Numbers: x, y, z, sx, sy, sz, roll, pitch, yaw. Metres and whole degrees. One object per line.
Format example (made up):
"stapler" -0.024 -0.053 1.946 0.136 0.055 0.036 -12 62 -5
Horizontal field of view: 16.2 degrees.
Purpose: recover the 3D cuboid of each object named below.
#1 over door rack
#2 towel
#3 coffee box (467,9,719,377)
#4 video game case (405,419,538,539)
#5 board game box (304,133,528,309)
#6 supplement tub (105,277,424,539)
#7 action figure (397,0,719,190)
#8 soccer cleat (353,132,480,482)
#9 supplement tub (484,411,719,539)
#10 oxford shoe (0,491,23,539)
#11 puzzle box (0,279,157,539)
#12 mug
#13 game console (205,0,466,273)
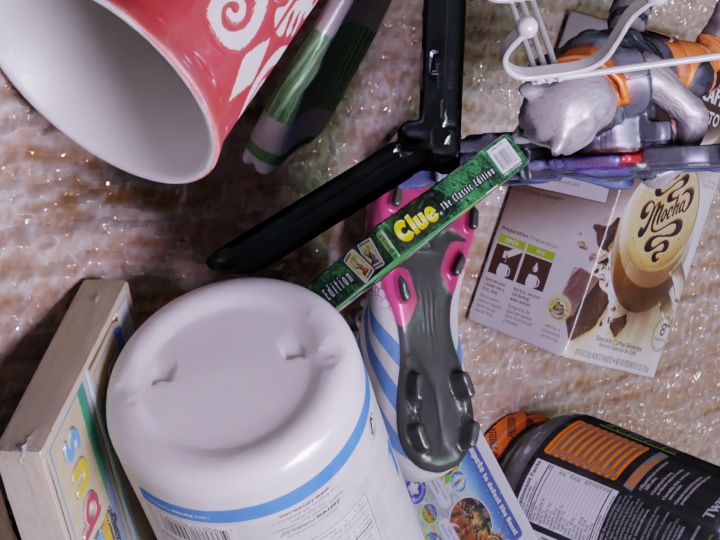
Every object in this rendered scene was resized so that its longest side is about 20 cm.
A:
"over door rack" 0.158 -0.160 1.311 0.198 0.148 0.067 0 131 -12
"towel" 0.007 -0.142 1.267 0.201 0.023 0.153 -58 178 12
"coffee box" 0.155 -0.046 1.557 0.113 0.079 0.202 13 96 -53
"video game case" 0.010 0.157 1.465 0.200 0.018 0.144 -37 104 -37
"board game box" 0.000 0.000 1.315 0.105 0.200 0.024 -33 86 -38
"supplement tub" -0.043 0.112 1.285 0.132 0.131 0.201 -50 146 -24
"action figure" 0.114 -0.100 1.374 0.193 0.198 0.106 -40 123 -66
"soccer cleat" 0.021 0.020 1.437 0.069 0.086 0.202 4 80 -32
"supplement tub" 0.165 0.164 1.568 0.122 0.199 0.124 -25 125 -42
"oxford shoe" -0.191 0.139 1.223 0.084 0.072 0.201 -52 145 -55
"puzzle box" -0.127 0.123 1.272 0.133 0.025 0.201 -68 154 -49
"mug" -0.056 -0.160 1.164 0.134 0.177 0.200 47 61 -20
"game console" -0.007 -0.086 1.240 0.200 0.115 0.178 6 86 -88
